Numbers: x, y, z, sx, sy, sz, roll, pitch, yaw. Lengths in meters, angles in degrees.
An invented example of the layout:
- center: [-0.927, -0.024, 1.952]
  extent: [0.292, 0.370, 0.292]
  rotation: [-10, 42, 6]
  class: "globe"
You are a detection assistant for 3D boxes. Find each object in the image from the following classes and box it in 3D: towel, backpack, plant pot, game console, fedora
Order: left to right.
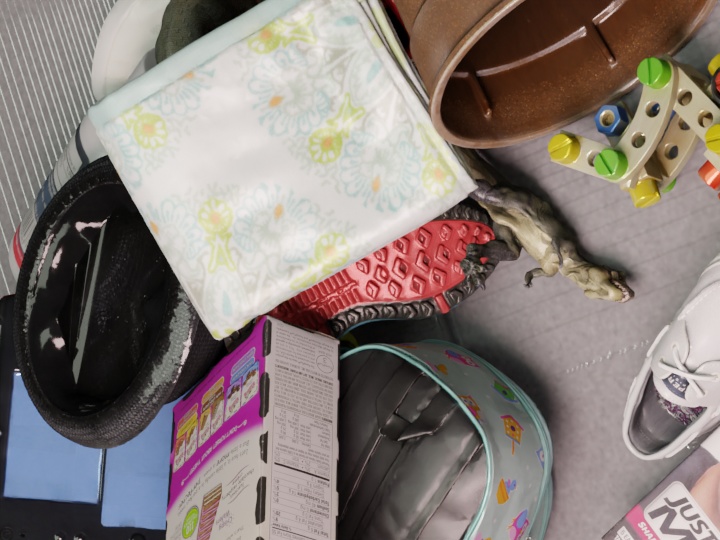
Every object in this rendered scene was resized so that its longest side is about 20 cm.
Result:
- center: [-0.177, 0.121, 1.556]
  extent: [0.031, 0.177, 0.200]
  rotation: [147, 127, -76]
  class: "game console"
- center: [-0.149, 0.023, 1.500]
  extent: [0.200, 0.092, 0.201]
  rotation: [-7, 79, 39]
  class: "fedora"
- center: [-0.048, -0.077, 1.384]
  extent: [0.200, 0.048, 0.171]
  rotation: [-29, 90, 6]
  class: "towel"
- center: [0.038, 0.146, 1.451]
  extent: [0.176, 0.153, 0.200]
  rotation: [38, 119, 36]
  class: "backpack"
- center: [0.089, -0.213, 1.358]
  extent: [0.200, 0.200, 0.198]
  rotation: [-44, 62, 32]
  class: "plant pot"

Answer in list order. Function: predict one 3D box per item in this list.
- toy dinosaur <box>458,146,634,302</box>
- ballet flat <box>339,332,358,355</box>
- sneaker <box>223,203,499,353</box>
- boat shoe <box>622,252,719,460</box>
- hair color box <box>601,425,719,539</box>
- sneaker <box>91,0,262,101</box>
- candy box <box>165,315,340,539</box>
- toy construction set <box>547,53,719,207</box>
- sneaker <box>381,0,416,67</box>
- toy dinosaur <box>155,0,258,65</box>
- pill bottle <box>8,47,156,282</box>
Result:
- center: [0.090, -0.036, 1.435]
  extent: [0.200, 0.088, 0.047]
  rotation: [52, 139, 21]
  class: "toy dinosaur"
- center: [-0.056, 0.121, 1.583]
  extent: [0.067, 0.067, 0.200]
  rotation: [44, 118, 48]
  class: "ballet flat"
- center: [0.000, 0.000, 1.499]
  extent: [0.200, 0.096, 0.079]
  rotation: [-21, 100, 6]
  class: "sneaker"
- center: [0.203, 0.054, 1.316]
  extent: [0.072, 0.069, 0.200]
  rotation: [45, 152, 8]
  class: "boat shoe"
- center: [0.251, 0.139, 1.352]
  extent: [0.100, 0.060, 0.200]
  rotation: [52, 121, 19]
  class: "hair color box"
- center: [-0.123, -0.178, 1.579]
  extent: [0.085, 0.073, 0.200]
  rotation: [48, 119, 24]
  class: "sneaker"
- center: [-0.070, 0.149, 1.404]
  extent: [0.136, 0.061, 0.200]
  rotation: [-44, 35, 45]
  class: "candy box"
- center: [0.219, -0.053, 1.331]
  extent: [0.200, 0.092, 0.131]
  rotation: [47, 109, 18]
  class: "toy construction set"
- center: [-0.004, -0.218, 1.455]
  extent: [0.078, 0.115, 0.200]
  rotation: [-46, 73, 21]
  class: "sneaker"
- center: [-0.105, -0.155, 1.482]
  extent: [0.077, 0.102, 0.200]
  rotation: [12, 73, 39]
  class: "toy dinosaur"
- center: [-0.161, -0.059, 1.588]
  extent: [0.120, 0.120, 0.200]
  rotation: [50, 125, 20]
  class: "pill bottle"
